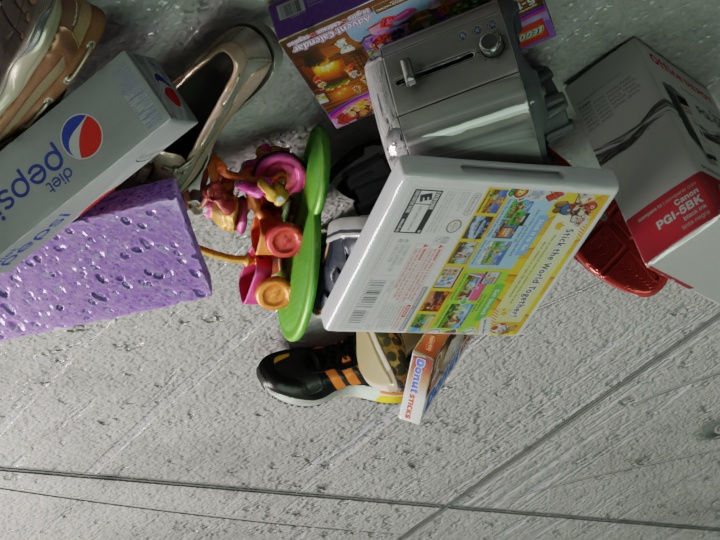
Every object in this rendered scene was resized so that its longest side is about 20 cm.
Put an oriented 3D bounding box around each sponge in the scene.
[{"bbox_3d":[-0.228,-0.005,1.238,0.199,0.030,0.112,-12,133,6],"label":"sponge"}]

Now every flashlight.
[{"bbox_3d":[0.082,-0.107,1.310,0.199,0.068,0.068,-25,106,-3],"label":"flashlight"}]

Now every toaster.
[{"bbox_3d":[0.082,-0.118,1.203,0.128,0.114,0.200,-16,154,7],"label":"toaster"}]

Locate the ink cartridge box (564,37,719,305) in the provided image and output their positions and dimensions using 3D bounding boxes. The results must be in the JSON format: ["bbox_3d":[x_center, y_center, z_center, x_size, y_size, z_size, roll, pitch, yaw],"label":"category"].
[{"bbox_3d":[0.279,-0.086,1.337,0.083,0.201,0.146,-37,145,27],"label":"ink cartridge box"}]

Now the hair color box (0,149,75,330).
[{"bbox_3d":[-0.292,-0.021,1.310,0.101,0.062,0.200,-4,147,-17],"label":"hair color box"}]

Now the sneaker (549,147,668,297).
[{"bbox_3d":[0.207,-0.040,1.414,0.078,0.200,0.116,-42,161,-4],"label":"sneaker"}]

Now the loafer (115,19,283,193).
[{"bbox_3d":[-0.141,-0.118,1.198,0.200,0.072,0.063,-45,175,30],"label":"loafer"}]

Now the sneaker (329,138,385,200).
[{"bbox_3d":[0.063,-0.062,1.389,0.199,0.083,0.072,10,141,-37],"label":"sneaker"}]

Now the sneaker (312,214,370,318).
[{"bbox_3d":[0.000,0.000,1.305,0.078,0.080,0.200,1,173,-14],"label":"sneaker"}]

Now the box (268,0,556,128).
[{"bbox_3d":[0.044,-0.196,1.201,0.199,0.039,0.137,-22,150,10],"label":"box"}]

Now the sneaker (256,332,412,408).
[{"bbox_3d":[-0.015,0.092,1.637,0.199,0.070,0.090,4,130,-31],"label":"sneaker"}]

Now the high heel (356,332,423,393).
[{"bbox_3d":[0.063,0.059,1.502,0.141,0.200,0.072,-4,117,-14],"label":"high heel"}]

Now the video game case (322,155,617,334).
[{"bbox_3d":[0.083,-0.015,1.212,0.181,0.023,0.200,2,142,-21],"label":"video game case"}]

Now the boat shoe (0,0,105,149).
[{"bbox_3d":[-0.253,-0.133,1.134,0.071,0.076,0.200,8,144,-39],"label":"boat shoe"}]

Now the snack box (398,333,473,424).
[{"bbox_3d":[0.082,0.067,1.452,0.024,0.200,0.072,18,118,12],"label":"snack box"}]

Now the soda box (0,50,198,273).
[{"bbox_3d":[-0.223,-0.078,1.146,0.200,0.064,0.068,-37,176,11],"label":"soda box"}]

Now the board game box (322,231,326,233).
[{"bbox_3d":[0.046,0.004,1.408,0.101,0.048,0.200,8,-176,-34],"label":"board game box"}]

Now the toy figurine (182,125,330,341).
[{"bbox_3d":[-0.133,-0.040,1.312,0.183,0.151,0.201,5,123,-15],"label":"toy figurine"}]
